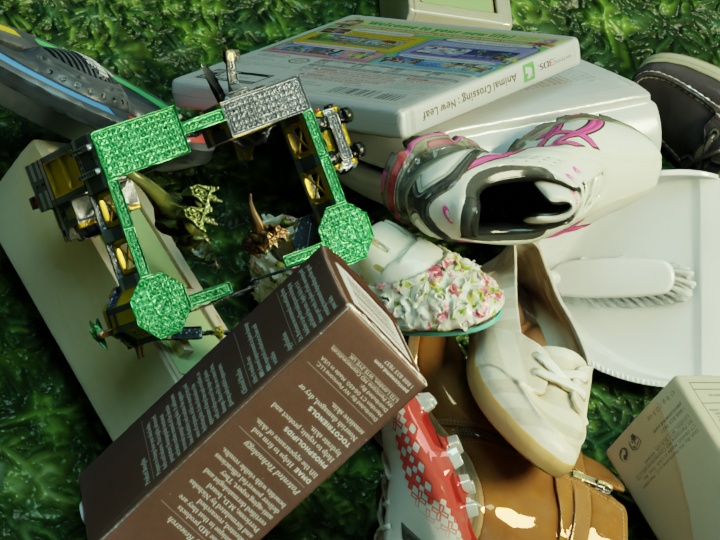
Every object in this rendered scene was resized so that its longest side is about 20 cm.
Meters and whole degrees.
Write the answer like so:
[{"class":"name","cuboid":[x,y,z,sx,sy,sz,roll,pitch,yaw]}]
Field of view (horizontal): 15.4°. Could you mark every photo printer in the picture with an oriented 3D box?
[{"class":"photo printer","cuboid":[0.072,-0.091,1.746,0.199,0.070,0.166,-12,22,-27]}]

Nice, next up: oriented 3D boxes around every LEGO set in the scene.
[{"class":"LEGO set","cuboid":[-0.102,-0.033,1.561,0.199,0.116,0.155,-30,96,-30]}]

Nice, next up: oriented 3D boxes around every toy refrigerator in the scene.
[{"class":"toy refrigerator","cuboid":[0.055,-0.231,1.893,0.075,0.070,0.201,7,49,-13]},{"class":"toy refrigerator","cuboid":[-0.144,0.014,1.608,0.076,0.070,0.201,6,43,-48]}]

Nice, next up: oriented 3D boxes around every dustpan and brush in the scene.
[{"class":"dustpan and brush","cuboid":[0.136,0.006,1.718,0.198,0.057,0.141,-1,87,18]}]

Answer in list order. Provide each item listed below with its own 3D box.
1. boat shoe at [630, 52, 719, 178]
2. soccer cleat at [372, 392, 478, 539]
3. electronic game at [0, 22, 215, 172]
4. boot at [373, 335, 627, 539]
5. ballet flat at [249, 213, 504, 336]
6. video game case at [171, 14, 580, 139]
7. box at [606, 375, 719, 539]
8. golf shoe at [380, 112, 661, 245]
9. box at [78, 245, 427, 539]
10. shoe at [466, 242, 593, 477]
[{"class":"boat shoe","cuboid":[0.260,-0.073,1.837,0.200,0.072,0.065,43,45,11]},{"class":"soccer cleat","cuboid":[0.032,0.157,1.509,0.085,0.069,0.201,-20,93,4]},{"class":"electronic game","cuboid":[-0.183,-0.117,1.681,0.199,0.042,0.200,26,8,-4]},{"class":"boot","cuboid":[0.088,0.099,1.629,0.154,0.077,0.201,15,37,-15]},{"class":"ballet flat","cuboid":[0.000,0.000,1.620,0.199,0.064,0.076,5,32,43]},{"class":"video game case","cuboid":[0.010,-0.127,1.713,0.199,0.022,0.182,10,24,41]},{"class":"box","cuboid":[0.244,0.164,1.602,0.095,0.078,0.201,5,45,-42]},{"class":"golf shoe","cuboid":[0.114,-0.046,1.631,0.199,0.073,0.092,-10,27,-33]},{"class":"box","cuboid":[-0.063,0.090,1.483,0.075,0.200,0.100,46,7,-21]},{"class":"shoe","cuboid":[0.101,0.048,1.602,0.070,0.053,0.200,28,25,-24]}]
